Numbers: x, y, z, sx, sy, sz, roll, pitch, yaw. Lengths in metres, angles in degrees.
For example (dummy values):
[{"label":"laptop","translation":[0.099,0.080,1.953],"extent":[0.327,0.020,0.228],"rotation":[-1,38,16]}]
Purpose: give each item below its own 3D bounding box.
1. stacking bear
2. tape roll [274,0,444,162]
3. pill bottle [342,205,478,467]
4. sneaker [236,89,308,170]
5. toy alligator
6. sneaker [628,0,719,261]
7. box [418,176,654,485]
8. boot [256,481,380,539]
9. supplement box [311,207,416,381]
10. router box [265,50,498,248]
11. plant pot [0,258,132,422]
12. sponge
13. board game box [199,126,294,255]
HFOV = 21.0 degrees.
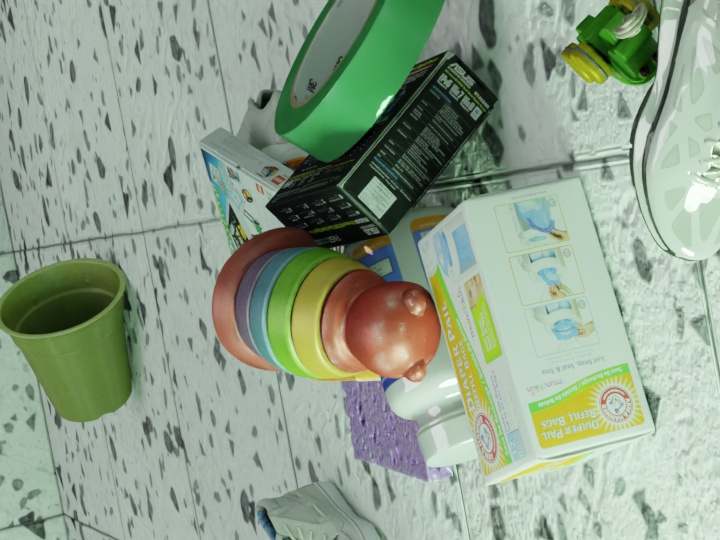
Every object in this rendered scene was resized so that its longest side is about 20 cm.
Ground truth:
[{"label":"stacking bear","translation":[-0.016,0.038,1.566],"extent":[0.199,0.113,0.123],"rotation":[10,100,44]},{"label":"tape roll","translation":[0.001,-0.187,1.598],"extent":[0.201,0.048,0.201],"rotation":[-53,19,26]},{"label":"pill bottle","translation":[0.063,0.057,1.636],"extent":[0.112,0.111,0.202],"rotation":[127,129,-64]},{"label":"sneaker","translation":[-0.100,-0.140,2.042],"extent":[0.200,0.075,0.093],"rotation":[-13,81,62]},{"label":"toy alligator","translation":[0.176,-0.145,1.272],"extent":[0.054,0.059,0.200],"rotation":[43,-177,-6]},{"label":"sneaker","translation":[0.224,-0.085,1.181],"extent":[0.115,0.075,0.203],"rotation":[-133,40,-58]},{"label":"box","translation":[0.130,0.048,1.466],"extent":[0.112,0.100,0.202],"rotation":[136,120,-66]},{"label":"boot","translation":[-0.044,0.293,2.068],"extent":[0.200,0.095,0.074],"rotation":[-143,45,-61]},{"label":"supplement box","translation":[0.000,0.000,1.789],"extent":[0.126,0.073,0.202],"rotation":[171,97,-69]},{"label":"router box","translation":[0.014,-0.096,1.626],"extent":[0.062,0.150,0.200],"rotation":[42,164,-13]},{"label":"plant pot","translation":[-0.420,0.115,2.895],"extent":[0.200,0.198,0.191],"rotation":[48,157,54]},{"label":"sponge","translation":[0.031,0.137,1.881],"extent":[0.200,0.030,0.113],"rotation":[-176,76,-69]},{"label":"board game box","translation":[-0.096,-0.040,1.997],"extent":[0.126,0.035,0.201],"rotation":[33,149,38]}]
